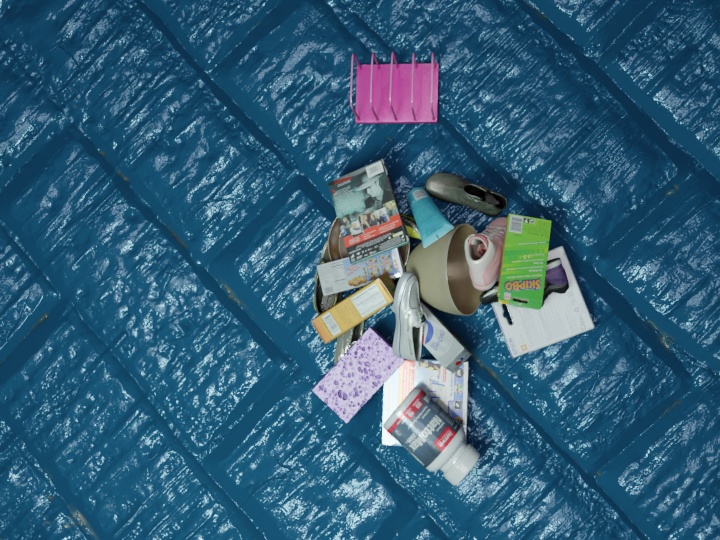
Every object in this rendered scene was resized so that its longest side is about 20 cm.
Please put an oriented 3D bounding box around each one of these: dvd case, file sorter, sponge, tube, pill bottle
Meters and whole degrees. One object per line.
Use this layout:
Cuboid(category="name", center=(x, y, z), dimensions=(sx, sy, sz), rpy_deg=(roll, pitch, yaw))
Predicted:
Cuboid(category="dvd case", center=(0.016, -0.131, 1.619), dimensions=(0.144, 0.022, 0.203), rpy_deg=(-21, 77, 17))
Cuboid(category="file sorter", center=(0.079, -0.428, 1.677), dimensions=(0.197, 0.125, 0.141), rpy_deg=(1, 87, 9))
Cuboid(category="sponge", center=(-0.003, 0.236, 1.640), dimensions=(0.111, 0.030, 0.200), rpy_deg=(43, 96, 2))
Cuboid(category="tube", center=(0.150, -0.122, 1.617), dimensions=(0.077, 0.201, 0.050), rpy_deg=(-39, 120, 14))
Cuboid(category="pill bottle", center=(0.158, 0.362, 1.566), dimensions=(0.200, 0.120, 0.120), rpy_deg=(41, 94, 9))

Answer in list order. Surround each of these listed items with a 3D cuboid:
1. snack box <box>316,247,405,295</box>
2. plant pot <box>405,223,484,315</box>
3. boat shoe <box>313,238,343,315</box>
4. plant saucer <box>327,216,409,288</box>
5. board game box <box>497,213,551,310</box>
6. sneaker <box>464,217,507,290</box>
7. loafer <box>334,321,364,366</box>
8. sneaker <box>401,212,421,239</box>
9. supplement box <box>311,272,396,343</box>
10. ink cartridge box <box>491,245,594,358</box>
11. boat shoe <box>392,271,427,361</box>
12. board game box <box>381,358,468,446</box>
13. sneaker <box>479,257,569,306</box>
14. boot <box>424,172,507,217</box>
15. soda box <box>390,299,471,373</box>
Cuboid(category="snack box", center=(0.000, 0.000, 1.636), dimensions=(0.197, 0.024, 0.073), rpy_deg=(-14, 88, 18))
Cuboid(category="plant pot", center=(0.181, -0.001, 1.619), dimensions=(0.133, 0.199, 0.204), rpy_deg=(-1, 86, 35))
Cuboid(category="boat shoe", center=(-0.070, 0.012, 1.708), dimensions=(0.071, 0.060, 0.205), rpy_deg=(7, 88, 11))
Cuboid(category="plant saucer", center=(0.022, -0.059, 1.657), dimensions=(0.197, 0.034, 0.204), rpy_deg=(2, 95, 20))
Cuboid(category="board game box", center=(0.351, -0.018, 1.549), dimensions=(0.094, 0.030, 0.203), rpy_deg=(10, 72, 2))
Cuboid(category="sneaker", center=(0.288, -0.064, 1.594), dimensions=(0.074, 0.105, 0.202), rpy_deg=(6, 53, 33))
Cuboid(category="loafer", center=(-0.020, 0.178, 1.684), dimensions=(0.069, 0.070, 0.203), rpy_deg=(-2, 86, 28))
Cuboid(category="sneaker", center=(0.065, -0.103, 1.695), dimensions=(0.198, 0.075, 0.077), rpy_deg=(19, 100, 19))
Cuboid(category="supplement box", center=(-0.010, 0.084, 1.610), dimensions=(0.199, 0.066, 0.069), rpy_deg=(-31, 92, 21))
Cuboid(category="ink cartridge box", center=(0.401, 0.072, 1.638), dimensions=(0.198, 0.043, 0.199), rpy_deg=(-21, 85, 7))
Cuboid(category="boat shoe", center=(0.116, 0.102, 1.566), dimensions=(0.066, 0.073, 0.203), rpy_deg=(18, 120, 33))
Cuboid(category="board game box", center=(0.150, 0.303, 1.659), dimensions=(0.193, 0.056, 0.203), rpy_deg=(2, 87, 10))
Cuboid(category="sneaker", center=(0.364, 0.049, 1.589), dimensions=(0.198, 0.076, 0.089), rpy_deg=(-23, 91, 6))
Cuboid(category="boot", center=(0.239, -0.182, 1.634), dimensions=(0.198, 0.131, 0.069), rpy_deg=(21, 90, 10))
Cuboid(category="soda box", center=(0.158, 0.136, 1.628), dimensions=(0.063, 0.068, 0.200), rpy_deg=(-45, 61, 5))
